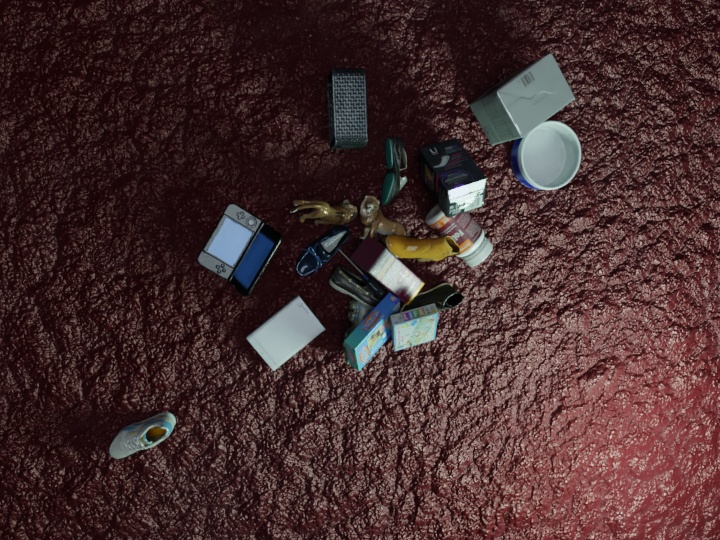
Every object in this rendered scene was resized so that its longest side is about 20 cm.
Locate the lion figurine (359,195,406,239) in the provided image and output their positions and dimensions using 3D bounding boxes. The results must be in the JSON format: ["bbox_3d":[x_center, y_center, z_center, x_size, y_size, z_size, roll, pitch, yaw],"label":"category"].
[{"bbox_3d":[0.072,-0.130,1.522,0.199,0.072,0.124,27,80,-27],"label":"lion figurine"}]

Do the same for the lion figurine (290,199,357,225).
[{"bbox_3d":[-0.097,-0.164,1.431,0.121,0.200,0.073,-2,94,26],"label":"lion figurine"}]

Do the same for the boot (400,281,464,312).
[{"bbox_3d":[0.209,0.107,1.536,0.199,0.138,0.078,-37,103,-2],"label":"boot"}]

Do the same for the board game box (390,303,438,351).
[{"bbox_3d":[0.158,0.171,1.513,0.133,0.201,0.035,-16,61,-4],"label":"board game box"}]

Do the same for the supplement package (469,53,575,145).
[{"bbox_3d":[0.455,-0.483,1.466,0.190,0.200,0.148,-35,102,-4],"label":"supplement package"}]

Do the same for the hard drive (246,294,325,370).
[{"bbox_3d":[-0.222,0.187,1.528,0.199,0.027,0.132,-38,103,-3],"label":"hard drive"}]

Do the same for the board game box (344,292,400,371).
[{"bbox_3d":[0.039,0.180,1.485,0.045,0.153,0.200,34,64,24],"label":"board game box"}]

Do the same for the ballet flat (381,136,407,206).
[{"bbox_3d":[0.106,-0.289,1.501,0.068,0.068,0.203,2,98,-22],"label":"ballet flat"}]

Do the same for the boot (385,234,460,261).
[{"bbox_3d":[0.182,-0.076,1.465,0.200,0.143,0.072,18,65,-42],"label":"boot"}]

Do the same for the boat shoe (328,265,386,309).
[{"bbox_3d":[0.006,0.054,1.520,0.200,0.072,0.061,26,115,-11],"label":"boat shoe"}]

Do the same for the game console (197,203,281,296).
[{"bbox_3d":[-0.341,-0.060,1.426,0.175,0.116,0.201,31,91,-13],"label":"game console"}]

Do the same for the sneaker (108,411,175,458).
[{"bbox_3d":[-0.634,0.480,1.468,0.199,0.081,0.077,-29,104,-4],"label":"sneaker"}]

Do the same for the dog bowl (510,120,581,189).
[{"bbox_3d":[0.566,-0.350,1.566,0.197,0.079,0.203,-1,98,-9],"label":"dog bowl"}]

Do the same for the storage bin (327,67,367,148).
[{"bbox_3d":[-0.037,-0.445,1.414,0.093,0.135,0.203,-4,99,-9],"label":"storage bin"}]

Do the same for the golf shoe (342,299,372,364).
[{"bbox_3d":[0.002,0.190,1.546,0.096,0.078,0.202,9,98,-18],"label":"golf shoe"}]

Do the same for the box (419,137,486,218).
[{"bbox_3d":[0.259,-0.266,1.454,0.121,0.201,0.107,-17,141,-7],"label":"box"}]

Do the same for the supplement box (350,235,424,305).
[{"bbox_3d":[0.079,0.001,1.477,0.086,0.110,0.200,-51,128,0],"label":"supplement box"}]

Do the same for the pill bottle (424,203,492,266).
[{"bbox_3d":[0.297,-0.115,1.533,0.114,0.114,0.200,-45,102,-1],"label":"pill bottle"}]

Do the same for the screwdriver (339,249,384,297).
[{"bbox_3d":[0.000,0.000,1.500,0.028,0.029,0.200,-28,73,-44],"label":"screwdriver"}]

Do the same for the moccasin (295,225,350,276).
[{"bbox_3d":[-0.114,-0.062,1.490,0.080,0.068,0.200,43,89,-13],"label":"moccasin"}]
